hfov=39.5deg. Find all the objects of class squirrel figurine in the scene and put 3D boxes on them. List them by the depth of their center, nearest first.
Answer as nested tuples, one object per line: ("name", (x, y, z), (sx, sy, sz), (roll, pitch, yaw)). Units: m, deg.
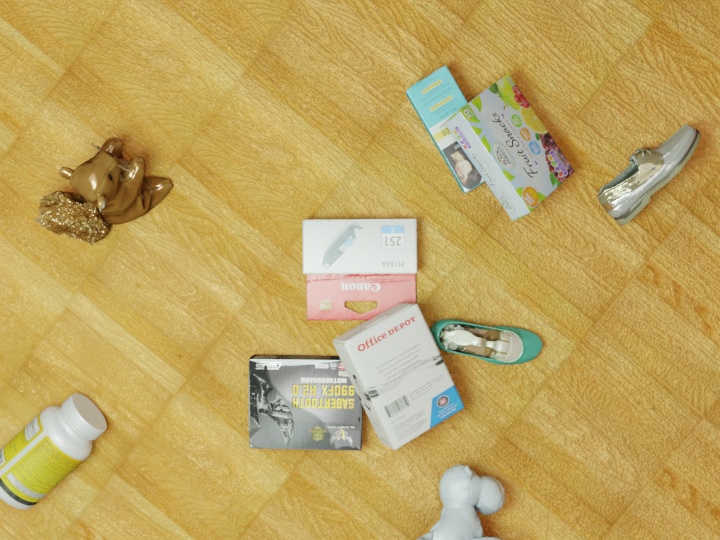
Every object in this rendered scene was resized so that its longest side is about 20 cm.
("squirrel figurine", (-0.438, -0.122, 1.667), (0.141, 0.187, 0.200), (43, 95, -1))

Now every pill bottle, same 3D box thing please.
("pill bottle", (-0.541, 0.310, 1.743), (0.200, 0.112, 0.113), (-41, 91, 5))

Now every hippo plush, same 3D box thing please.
("hippo plush", (0.166, 0.422, 1.723), (0.198, 0.159, 0.163), (17, 64, -13))

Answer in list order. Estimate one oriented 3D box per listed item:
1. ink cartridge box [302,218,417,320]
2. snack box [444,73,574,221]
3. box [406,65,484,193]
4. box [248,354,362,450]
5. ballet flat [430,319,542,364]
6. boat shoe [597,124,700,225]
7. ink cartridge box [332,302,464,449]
("ink cartridge box", (0.000, 0.000, 1.727), (0.197, 0.045, 0.179), (-1, 93, 3))
("snack box", (0.247, -0.204, 1.655), (0.142, 0.053, 0.201), (-39, 95, -32))
("box", (0.160, -0.237, 1.698), (0.082, 0.049, 0.201), (-31, 92, 5))
("box", (-0.094, 0.229, 1.746), (0.197, 0.048, 0.161), (1, 94, 3))
("ballet flat", (0.215, 0.126, 1.712), (0.197, 0.070, 0.068), (9, 94, 2))
("boat shoe", (0.481, -0.171, 1.675), (0.068, 0.075, 0.200), (40, 96, -6))
("ink cartridge box", (0.063, 0.173, 1.689), (0.145, 0.084, 0.202), (-27, 98, -15))
